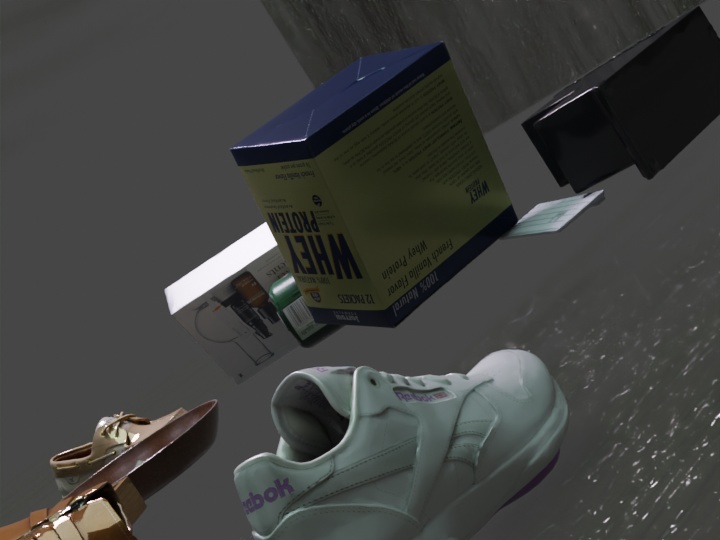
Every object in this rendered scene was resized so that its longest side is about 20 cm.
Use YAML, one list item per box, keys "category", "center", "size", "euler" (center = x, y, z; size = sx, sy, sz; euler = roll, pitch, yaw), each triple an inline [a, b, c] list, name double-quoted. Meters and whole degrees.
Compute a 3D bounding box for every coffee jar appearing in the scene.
- category: "coffee jar"
  center: [0.000, 0.000, 1.520]
  size: [0.198, 0.086, 0.104]
  euler: [-33, 0, 6]

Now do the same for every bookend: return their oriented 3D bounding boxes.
- category: "bookend"
  center: [0.227, -0.132, 1.279]
  size: [0.200, 0.093, 0.198]
  euler: [-38, 6, -41]

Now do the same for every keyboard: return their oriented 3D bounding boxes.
- category: "keyboard"
  center: [0.177, -0.050, 1.285]
  size: [0.056, 0.011, 0.200]
  euler: [-34, 4, -8]

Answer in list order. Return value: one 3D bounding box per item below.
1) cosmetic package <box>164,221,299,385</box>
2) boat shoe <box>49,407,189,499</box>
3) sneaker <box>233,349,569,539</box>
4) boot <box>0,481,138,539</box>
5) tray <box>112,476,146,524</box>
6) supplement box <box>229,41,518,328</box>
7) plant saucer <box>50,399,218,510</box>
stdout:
- category: "cosmetic package"
  center: [-0.107, 0.028, 1.606]
  size: [0.199, 0.151, 0.052]
  euler: [-33, 43, 7]
- category: "boat shoe"
  center: [-0.260, 0.189, 1.453]
  size: [0.199, 0.070, 0.074]
  euler: [-31, 4, 26]
- category: "sneaker"
  center: [0.022, 0.066, 0.560]
  size: [0.074, 0.100, 0.200]
  euler: [-32, 3, 36]
- category: "boot"
  center: [-0.241, 0.192, 0.949]
  size: [0.155, 0.077, 0.200]
  euler: [-40, 25, -11]
- category: "tray"
  center: [-0.242, 0.233, 1.081]
  size: [0.098, 0.037, 0.200]
  euler: [-33, 4, 11]
- category: "supplement box"
  center: [0.017, -0.083, 1.337]
  size: [0.199, 0.202, 0.133]
  euler: [-38, 22, -31]
- category: "plant saucer"
  center: [-0.211, 0.193, 1.303]
  size: [0.199, 0.035, 0.200]
  euler: [-33, 5, 3]
